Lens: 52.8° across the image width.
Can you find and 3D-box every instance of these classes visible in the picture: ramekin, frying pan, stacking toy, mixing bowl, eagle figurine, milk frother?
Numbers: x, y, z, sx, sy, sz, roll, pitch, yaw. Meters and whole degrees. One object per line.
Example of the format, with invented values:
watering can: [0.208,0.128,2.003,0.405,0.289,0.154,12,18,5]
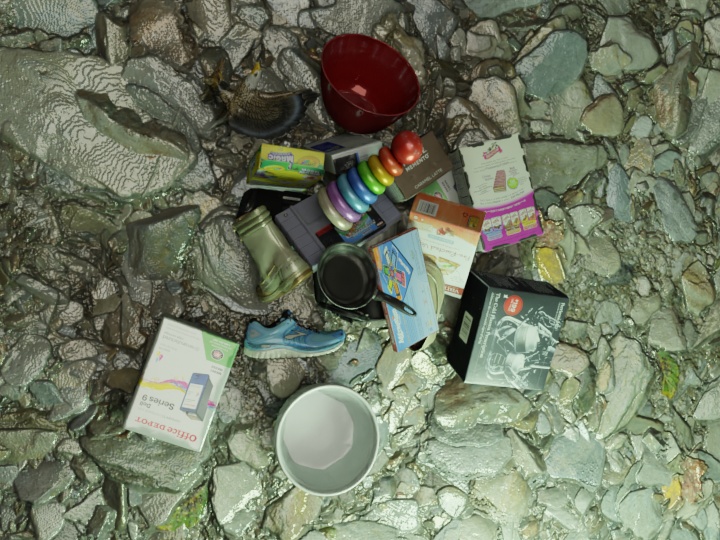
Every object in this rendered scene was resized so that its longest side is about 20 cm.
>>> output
ramekin: [-0.071,0.307,1.360,0.196,0.105,0.205,0,90,-17]
frying pan: [0.009,0.015,1.245,0.186,0.031,0.117,9,71,-24]
stacking toy: [0.024,-0.158,1.221,0.199,0.086,0.086,-37,100,17]
mixing bowl: [0.002,-0.333,1.366,0.196,0.109,0.203,13,54,-17]
eagle figurine: [-0.187,-0.303,1.306,0.197,0.151,0.154,24,72,-7]
milk frother: [0.000,0.000,1.336,0.176,0.200,0.193,-2,90,-12]

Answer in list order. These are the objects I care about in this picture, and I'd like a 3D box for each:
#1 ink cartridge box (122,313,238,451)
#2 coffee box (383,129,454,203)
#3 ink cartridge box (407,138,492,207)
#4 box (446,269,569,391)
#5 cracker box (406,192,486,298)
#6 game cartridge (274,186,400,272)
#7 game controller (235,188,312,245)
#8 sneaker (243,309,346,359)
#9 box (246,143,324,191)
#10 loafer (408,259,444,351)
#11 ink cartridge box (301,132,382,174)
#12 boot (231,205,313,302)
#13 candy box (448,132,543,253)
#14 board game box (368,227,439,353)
ink cartridge box: [-0.319,0.198,1.290,0.143,0.087,0.204,22,85,-16]
coffee box: [0.077,-0.184,1.358,0.114,0.200,0.080,-36,99,-14]
ink cartridge box: [0.213,-0.147,1.457,0.198,0.087,0.147,-34,98,-16]
box: [0.291,0.119,1.441,0.178,0.104,0.204,7,106,-17]
cracker box: [0.149,-0.043,1.363,0.131,0.202,0.058,17,54,9]
game cartridge: [-0.038,-0.093,1.300,0.198,0.039,0.130,-32,65,-21]
game controller: [-0.133,-0.098,1.344,0.196,0.042,0.106,8,59,5]
sneaker: [-0.121,0.119,1.363,0.196,0.078,0.092,-1,86,-17]
box: [-0.135,-0.183,1.295,0.115,0.200,0.050,6,88,-16]
loafer: [0.119,0.074,1.390,0.074,0.069,0.203,7,123,17]
ink cartridge box: [-0.035,-0.217,1.333,0.098,0.200,0.040,-19,111,-13]
boot: [-0.171,-0.029,1.290,0.072,0.199,0.156,-38,96,-27]
candy box: [0.260,-0.149,1.395,0.134,0.061,0.204,-15,93,-16]
board game box: [0.080,0.036,1.307,0.102,0.019,0.204,-24,111,-29]
